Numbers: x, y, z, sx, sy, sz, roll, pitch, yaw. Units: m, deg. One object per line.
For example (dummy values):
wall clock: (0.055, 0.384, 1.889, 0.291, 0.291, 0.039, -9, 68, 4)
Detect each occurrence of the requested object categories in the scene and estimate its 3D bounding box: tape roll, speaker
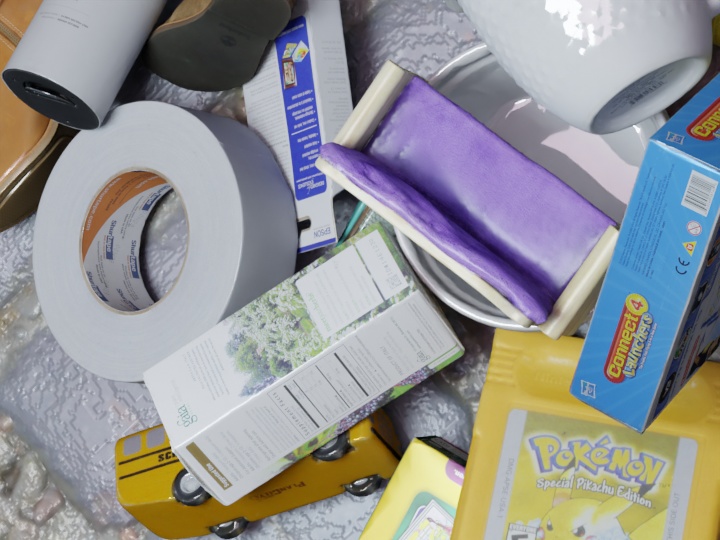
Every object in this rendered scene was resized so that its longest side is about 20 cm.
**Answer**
tape roll: (-0.142, -0.018, 1.651, 0.200, 0.066, 0.201, -5, 81, 35)
speaker: (-0.179, -0.202, 1.659, 0.081, 0.081, 0.200, 19, 70, 19)

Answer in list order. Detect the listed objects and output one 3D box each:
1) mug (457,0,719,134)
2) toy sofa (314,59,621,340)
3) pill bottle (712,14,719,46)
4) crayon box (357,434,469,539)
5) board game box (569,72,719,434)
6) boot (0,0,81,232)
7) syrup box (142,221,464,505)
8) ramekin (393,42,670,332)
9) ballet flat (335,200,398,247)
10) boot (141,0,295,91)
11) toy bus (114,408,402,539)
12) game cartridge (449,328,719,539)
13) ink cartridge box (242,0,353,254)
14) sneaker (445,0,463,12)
mug: (0.161, -0.194, 1.445, 0.200, 0.148, 0.176, -29, 74, 5)
toy sofa: (0.074, -0.046, 1.480, 0.200, 0.098, 0.083, 38, 99, 18)
pill bottle: (0.255, -0.203, 1.529, 0.200, 0.112, 0.112, 28, 96, 18)
crayon box: (0.086, 0.238, 1.589, 0.200, 0.058, 0.173, 30, 98, 18)
board game box: (0.220, -0.029, 1.447, 0.056, 0.196, 0.200, 27, 128, 19)
boot: (-0.274, -0.139, 1.729, 0.155, 0.074, 0.200, 32, 84, 14)
syrup box: (-0.040, 0.064, 1.568, 0.200, 0.081, 0.079, -34, 45, 4)
ramekin: (0.128, -0.056, 1.568, 0.200, 0.105, 0.201, -1, 86, 20)
ballet flat: (0.000, 0.000, 1.636, 0.071, 0.069, 0.200, 36, 103, -1)
boot: (-0.093, -0.188, 1.643, 0.073, 0.200, 0.076, 26, 62, -20)
toy bus: (-0.073, 0.133, 1.637, 0.200, 0.065, 0.078, -19, 52, 17)
game cartridge: (0.156, 0.144, 1.539, 0.176, 0.032, 0.200, 9, 69, 10)
ink cartridge box: (-0.044, -0.111, 1.644, 0.095, 0.037, 0.201, -15, 78, 53)
sneaker: (0.075, -0.229, 1.615, 0.200, 0.080, 0.089, 32, 86, 18)
